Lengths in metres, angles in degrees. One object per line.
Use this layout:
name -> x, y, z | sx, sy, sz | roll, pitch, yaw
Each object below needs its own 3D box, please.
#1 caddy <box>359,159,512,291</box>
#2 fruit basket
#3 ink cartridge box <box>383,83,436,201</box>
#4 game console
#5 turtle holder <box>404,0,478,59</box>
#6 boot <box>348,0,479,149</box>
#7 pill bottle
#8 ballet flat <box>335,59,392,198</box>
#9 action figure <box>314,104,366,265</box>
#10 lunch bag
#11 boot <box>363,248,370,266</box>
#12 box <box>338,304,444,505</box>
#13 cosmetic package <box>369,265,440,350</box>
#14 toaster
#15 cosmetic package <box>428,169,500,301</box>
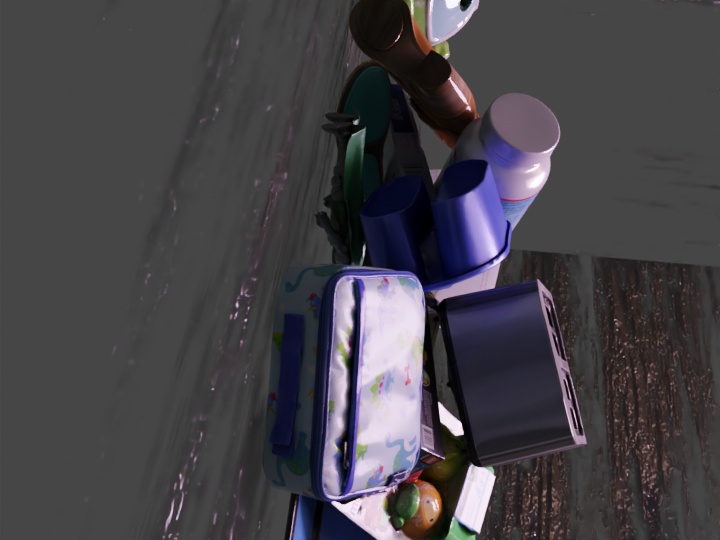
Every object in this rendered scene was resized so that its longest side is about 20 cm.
caddy -> 0.078, -0.036, 0.995 | 0.200, 0.140, 0.106 | -59, 134, -67
fruit basket -> 0.065, 0.223, 1.097 | 0.200, 0.093, 0.186 | 48, 50, -34
ink cartridge box -> 0.033, -0.094, 1.234 | 0.200, 0.040, 0.201 | 111, -28, -52
game console -> -0.014, 0.254, 1.074 | 0.116, 0.175, 0.201 | -38, -142, 55
turtle holder -> 0.080, -0.337, 1.237 | 0.141, 0.131, 0.187 | -117, -163, -66
boot -> 0.073, -0.230, 1.164 | 0.077, 0.200, 0.155 | -44, 147, -1
pill bottle -> 0.148, -0.104, 1.117 | 0.200, 0.108, 0.109 | 117, -15, -55
ballet flat -> -0.004, -0.153, 1.147 | 0.065, 0.070, 0.201 | -124, -146, -55
action figure -> -0.017, -0.062, 1.039 | 0.118, 0.054, 0.201 | -78, 168, -67
lunch bag -> -0.012, 0.096, 0.860 | 0.160, 0.082, 0.202 | 7, 87, -54
boot -> 0.000, 0.000, 1.290 | 0.200, 0.070, 0.147 | 86, 4, -63
box -> 0.015, 0.122, 1.011 | 0.040, 0.137, 0.201 | 31, 42, -37
cosmetic package -> 0.025, 0.101, 1.181 | 0.104, 0.073, 0.201 | 46, -41, 38
toaster -> 0.159, 0.110, 1.052 | 0.200, 0.118, 0.182 | 29, 47, -70
cosmetic package -> 0.109, -0.032, 1.282 | 0.201, 0.080, 0.113 | -107, -161, -46
